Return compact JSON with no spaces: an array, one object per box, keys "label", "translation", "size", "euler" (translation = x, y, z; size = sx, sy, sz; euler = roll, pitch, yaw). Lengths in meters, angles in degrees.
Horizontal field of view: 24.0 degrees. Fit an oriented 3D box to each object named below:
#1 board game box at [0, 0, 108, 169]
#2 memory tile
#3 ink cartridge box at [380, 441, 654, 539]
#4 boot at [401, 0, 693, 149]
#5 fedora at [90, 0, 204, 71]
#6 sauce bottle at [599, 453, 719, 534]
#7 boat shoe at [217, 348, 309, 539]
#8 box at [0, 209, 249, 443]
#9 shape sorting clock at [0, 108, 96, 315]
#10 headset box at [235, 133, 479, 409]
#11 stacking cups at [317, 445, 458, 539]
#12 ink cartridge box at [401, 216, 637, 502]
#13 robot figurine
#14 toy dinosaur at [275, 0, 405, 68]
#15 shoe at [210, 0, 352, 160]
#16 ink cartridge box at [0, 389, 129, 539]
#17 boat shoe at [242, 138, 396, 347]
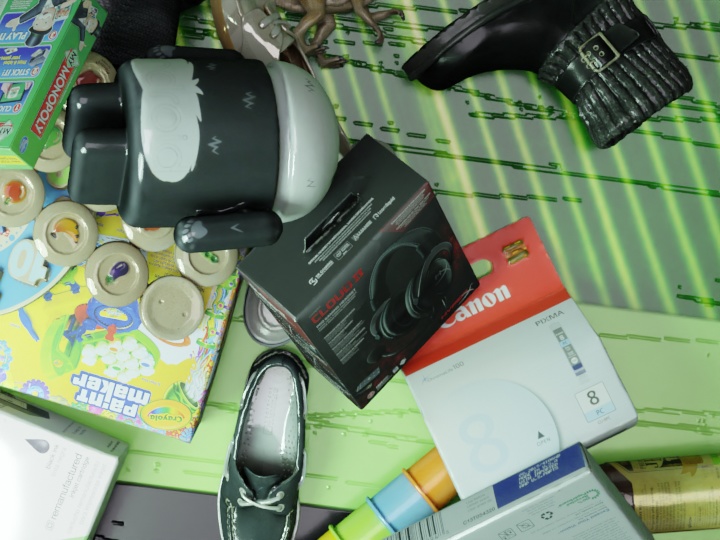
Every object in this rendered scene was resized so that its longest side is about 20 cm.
[{"label":"board game box","translation":[-0.288,-0.139,1.244],"size":[0.199,0.029,0.135],"euler":[4,64,37]},{"label":"memory tile","translation":[-0.176,-0.055,1.289],"size":[0.200,0.017,0.154],"euler":[37,81,-15]},{"label":"ink cartridge box","translation":[0.142,0.249,1.398],"size":[0.196,0.043,0.200],"euler":[-28,129,13]},{"label":"boot","translation":[0.156,-0.163,1.405],"size":[0.210,0.079,0.158],"euler":[-29,93,0]},{"label":"fedora","translation":[-0.215,-0.196,1.338],"size":[0.199,0.201,0.092],"euler":[0,80,-1]},{"label":"sauce bottle","translation":[0.233,0.191,1.430],"size":[0.198,0.065,0.065],"euler":[-3,93,-3]},{"label":"boat shoe","translation":[-0.083,0.167,1.424],"size":[0.075,0.060,0.202],"euler":[3,93,-1]},{"label":"box","translation":[-0.202,0.015,1.384],"size":[0.199,0.122,0.194],"euler":[17,91,-3]},{"label":"shape sorting clock","translation":[-0.299,-0.063,1.304],"size":[0.198,0.039,0.202],"euler":[0,90,8]},{"label":"headset box","translation":[0.000,0.000,1.338],"size":[0.149,0.200,0.077],"euler":[-46,60,-9]},{"label":"stacking cups","translation":[0.033,0.197,1.435],"size":[0.200,0.061,0.061],"euler":[-42,93,-4]},{"label":"ink cartridge box","translation":[0.115,0.070,1.405],"size":[0.159,0.047,0.201],"euler":[-25,77,-1]},{"label":"robot figurine","translation":[-0.115,-0.091,1.236],"size":[0.199,0.125,0.151],"euler":[-2,94,-17]},{"label":"toy dinosaur","translation":[-0.036,-0.225,1.420],"size":[0.199,0.058,0.102],"euler":[-9,77,-1]},{"label":"shoe","translation":[-0.061,-0.162,1.363],"size":[0.053,0.070,0.201],"euler":[-11,114,30]},{"label":"ink cartridge box","translation":[-0.313,0.178,1.408],"size":[0.199,0.084,0.146],"euler":[22,92,-2]},{"label":"boat shoe","translation":[-0.033,-0.023,1.412],"size":[0.071,0.070,0.200],"euler":[37,91,-2]}]
